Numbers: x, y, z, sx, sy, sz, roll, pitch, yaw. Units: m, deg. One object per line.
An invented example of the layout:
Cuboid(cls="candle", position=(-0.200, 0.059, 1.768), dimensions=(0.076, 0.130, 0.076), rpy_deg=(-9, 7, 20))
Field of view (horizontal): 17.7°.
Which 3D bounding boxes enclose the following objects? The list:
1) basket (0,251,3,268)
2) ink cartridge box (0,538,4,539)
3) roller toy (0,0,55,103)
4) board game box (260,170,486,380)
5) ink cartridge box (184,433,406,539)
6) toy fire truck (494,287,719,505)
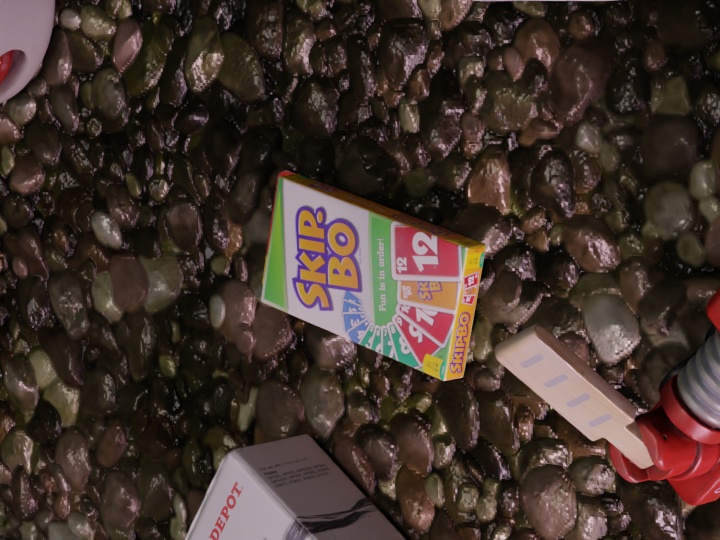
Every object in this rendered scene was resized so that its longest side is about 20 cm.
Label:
Cuboid(cls="basket", position=(-0.420, 0.018, 1.936), dimensions=(0.199, 0.148, 0.144), rpy_deg=(30, 114, 36))
Cuboid(cls="ink cartridge box", position=(-0.285, 0.332, 1.920), dimensions=(0.197, 0.043, 0.202), rpy_deg=(13, 102, 41))
Cuboid(cls="roller toy", position=(-0.344, -0.218, 1.841), dimensions=(0.199, 0.139, 0.184), rpy_deg=(17, 107, 40))
Cuboid(cls="board game box", position=(0.000, 0.000, 1.627), dimensions=(0.199, 0.030, 0.096), rpy_deg=(23, 110, 41))
Cuboid(cls="ink cartridge box", position=(-0.033, 0.237, 1.646), dimensions=(0.200, 0.083, 0.145), rpy_deg=(44, 123, 29))
Cuboid(cls="toy fire truck", position=(0.195, 0.053, 1.331), dimensions=(0.129, 0.199, 0.176), rpy_deg=(54, 127, 23))
